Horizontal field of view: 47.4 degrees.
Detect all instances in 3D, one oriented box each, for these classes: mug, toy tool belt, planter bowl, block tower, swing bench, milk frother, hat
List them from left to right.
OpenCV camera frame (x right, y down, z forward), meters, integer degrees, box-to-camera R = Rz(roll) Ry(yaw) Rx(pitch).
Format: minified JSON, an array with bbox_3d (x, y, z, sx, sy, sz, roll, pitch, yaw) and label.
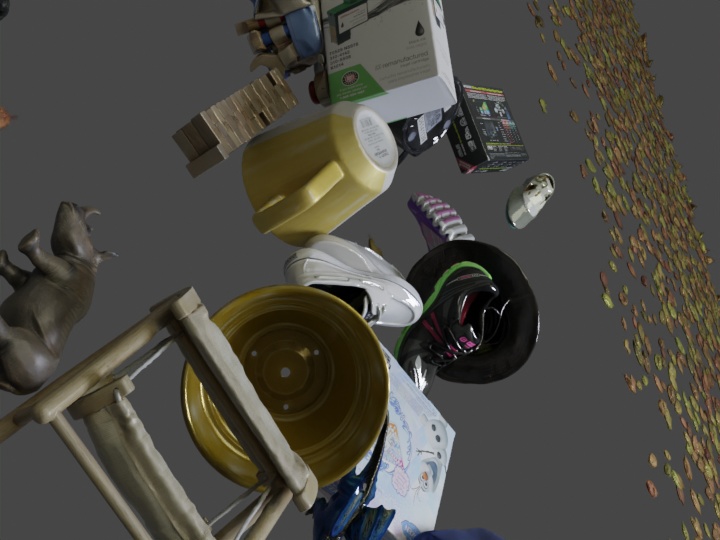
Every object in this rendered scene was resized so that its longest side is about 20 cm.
[{"bbox_3d":[-0.146,0.141,0.657,0.200,0.129,0.200,-42,103,-43],"label":"swing bench"},{"bbox_3d":[-0.142,-0.179,0.960,0.058,0.054,0.200,55,34,-14],"label":"block tower"},{"bbox_3d":[-0.099,-0.301,1.067,0.125,0.121,0.203,-33,110,-71],"label":"toy tool belt"},{"bbox_3d":[-0.073,0.109,0.810,0.202,0.199,0.083,60,-2,-8],"label":"planter bowl"},{"bbox_3d":[-0.038,-0.110,0.972,0.149,0.152,0.189,34,45,-39],"label":"mug"},{"bbox_3d":[0.005,-0.220,1.132,0.199,0.182,0.188,-33,59,-29],"label":"milk frother"},{"bbox_3d":[0.156,0.053,1.144,0.203,0.199,0.081,64,15,-2],"label":"hat"}]

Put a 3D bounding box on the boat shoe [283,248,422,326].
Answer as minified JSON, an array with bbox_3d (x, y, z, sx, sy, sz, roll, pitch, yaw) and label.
[{"bbox_3d":[-0.003,0.039,0.980,0.198,0.074,0.066,17,32,-30],"label":"boat shoe"}]

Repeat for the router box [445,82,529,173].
[{"bbox_3d":[0.226,-0.261,1.517,0.199,0.062,0.152,-11,80,-56],"label":"router box"}]

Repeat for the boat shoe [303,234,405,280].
[{"bbox_3d":[0.000,0.000,1.041,0.199,0.072,0.069,27,28,-36],"label":"boat shoe"}]

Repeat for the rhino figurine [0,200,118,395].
[{"bbox_3d":[-0.258,0.014,0.672,0.088,0.059,0.201,56,31,-32],"label":"rhino figurine"}]

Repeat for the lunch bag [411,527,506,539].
[{"bbox_3d":[0.132,0.368,0.893,0.199,0.131,0.138,15,88,-49],"label":"lunch bag"}]

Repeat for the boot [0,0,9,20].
[{"bbox_3d":[-0.326,-0.299,0.749,0.209,0.079,0.160,-1,63,-43],"label":"boot"}]

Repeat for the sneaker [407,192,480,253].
[{"bbox_3d":[0.129,-0.029,1.230,0.201,0.089,0.080,51,30,19],"label":"sneaker"}]

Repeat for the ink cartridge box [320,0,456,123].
[{"bbox_3d":[0.031,-0.295,1.028,0.084,0.144,0.203,33,47,-64],"label":"ink cartridge box"}]

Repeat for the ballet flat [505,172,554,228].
[{"bbox_3d":[0.335,-0.144,1.596,0.068,0.063,0.200,58,34,-10],"label":"ballet flat"}]

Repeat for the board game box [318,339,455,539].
[{"bbox_3d":[0.027,0.208,0.964,0.201,0.043,0.200,51,36,-23],"label":"board game box"}]

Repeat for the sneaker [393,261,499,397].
[{"bbox_3d":[0.109,0.084,1.054,0.076,0.084,0.202,25,94,-41],"label":"sneaker"}]

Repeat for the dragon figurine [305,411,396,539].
[{"bbox_3d":[-0.006,0.238,0.812,0.059,0.201,0.099,35,5,-23],"label":"dragon figurine"}]
